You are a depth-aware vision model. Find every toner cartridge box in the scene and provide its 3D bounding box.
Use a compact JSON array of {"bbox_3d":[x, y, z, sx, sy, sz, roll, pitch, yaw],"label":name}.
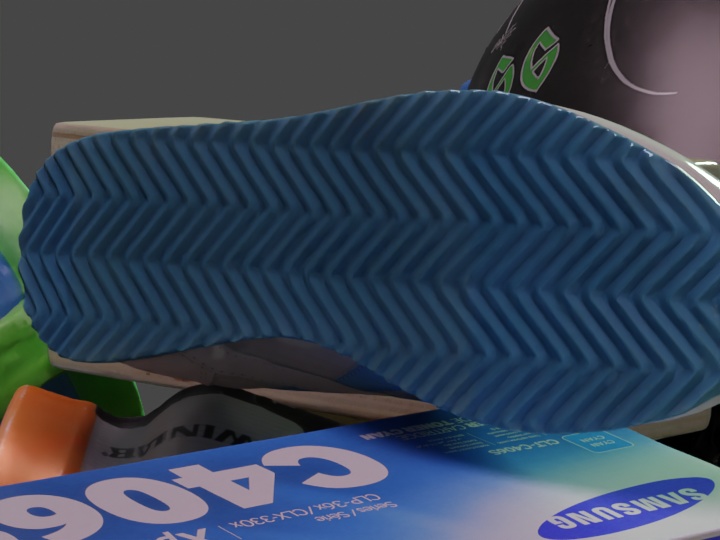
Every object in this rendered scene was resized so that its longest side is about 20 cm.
[{"bbox_3d":[-0.007,0.071,0.623,0.199,0.043,0.095,-8,20,-39],"label":"toner cartridge box"}]

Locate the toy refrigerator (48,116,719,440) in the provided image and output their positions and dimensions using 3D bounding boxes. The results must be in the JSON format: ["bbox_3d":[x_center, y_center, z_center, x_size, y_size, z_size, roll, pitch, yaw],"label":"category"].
[{"bbox_3d":[0.000,0.000,0.833,0.199,0.076,0.070,8,9,39],"label":"toy refrigerator"}]

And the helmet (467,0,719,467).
[{"bbox_3d":[0.127,-0.022,0.928,0.199,0.201,0.191,5,41,19],"label":"helmet"}]

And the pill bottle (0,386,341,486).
[{"bbox_3d":[-0.008,0.095,0.765,0.199,0.107,0.106,19,30,-4],"label":"pill bottle"}]

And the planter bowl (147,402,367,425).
[{"bbox_3d":[-0.019,0.084,0.891,0.199,0.084,0.201,-5,30,3],"label":"planter bowl"}]

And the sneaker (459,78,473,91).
[{"bbox_3d":[0.091,-0.033,1.050,0.075,0.106,0.200,10,32,43],"label":"sneaker"}]

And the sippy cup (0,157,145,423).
[{"bbox_3d":[-0.159,0.040,0.958,0.130,0.178,0.140,-31,65,-20],"label":"sippy cup"}]

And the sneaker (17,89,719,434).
[{"bbox_3d":[0.016,-0.004,0.692,0.199,0.077,0.081,7,2,35],"label":"sneaker"}]
